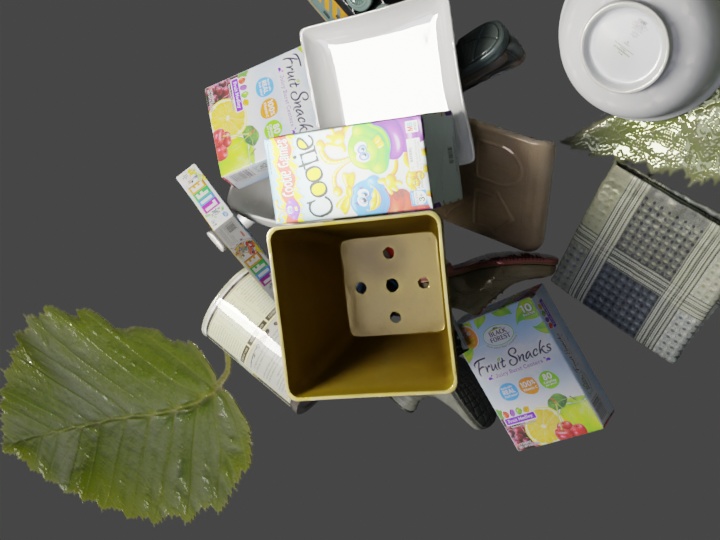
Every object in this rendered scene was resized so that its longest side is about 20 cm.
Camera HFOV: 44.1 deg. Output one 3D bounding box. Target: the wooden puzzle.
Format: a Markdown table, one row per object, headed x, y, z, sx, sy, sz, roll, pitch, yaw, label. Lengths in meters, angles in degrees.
| x | y | z | sx | sy | sz | roll | pitch | yaw | label |
| --- | --- | --- | --- | --- | --- | --- | --- | --- | --- |
| 0.146 | -0.125 | 1.125 | 0.199 | 0.046 | 0.186 | 19 | 144 | 20 | wooden puzzle |

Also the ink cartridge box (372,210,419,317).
| x | y | z | sx | sy | sz | roll | pitch | yaw | label |
| --- | --- | --- | --- | --- | --- | --- | --- | --- | --- |
| 0.000 | 0.000 | 1.266 | 0.199 | 0.084 | 0.176 | 6 | 130 | 33 | ink cartridge box |

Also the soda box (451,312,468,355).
| x | y | z | sx | sy | sz | roll | pitch | yaw | label |
| --- | --- | --- | --- | --- | --- | --- | --- | --- | --- |
| 0.056 | 0.117 | 1.254 | 0.200 | 0.063 | 0.071 | -28 | 86 | 48 | soda box |

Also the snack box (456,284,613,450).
| x | y | z | sx | sy | sz | roll | pitch | yaw | label |
| --- | --- | --- | --- | --- | --- | --- | --- | --- | --- |
| 0.231 | 0.135 | 1.208 | 0.142 | 0.053 | 0.201 | -26 | 96 | 39 | snack box |

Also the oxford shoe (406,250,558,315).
| x | y | z | sx | sy | sz | roll | pitch | yaw | label |
| --- | --- | --- | --- | --- | --- | --- | --- | --- | --- |
| 0.161 | 0.018 | 1.161 | 0.198 | 0.070 | 0.075 | -8 | 95 | 10 | oxford shoe |

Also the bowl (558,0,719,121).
| x | y | z | sx | sy | sz | roll | pitch | yaw | label |
| --- | --- | --- | --- | --- | --- | --- | --- | --- | --- |
| 0.296 | -0.247 | 0.958 | 0.200 | 0.090 | 0.202 | 16 | 121 | 27 | bowl |

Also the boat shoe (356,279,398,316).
| x | y | z | sx | sy | sz | roll | pitch | yaw | label |
| --- | --- | --- | --- | --- | --- | --- | --- | --- | --- |
| -0.012 | 0.076 | 1.226 | 0.084 | 0.069 | 0.200 | 41 | 139 | -5 | boat shoe |

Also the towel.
| x | y | z | sx | sy | sz | roll | pitch | yaw | label |
| --- | --- | --- | --- | --- | --- | --- | --- | --- | --- |
| 0.352 | -0.011 | 1.082 | 0.192 | 0.034 | 0.201 | 36 | 130 | 18 | towel |

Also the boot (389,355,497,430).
| x | y | z | sx | sy | sz | roll | pitch | yaw | label |
| --- | --- | --- | --- | --- | --- | --- | --- | --- | --- |
| 0.105 | 0.175 | 1.324 | 0.200 | 0.068 | 0.131 | 49 | 134 | 15 | boot |

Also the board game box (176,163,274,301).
| x | y | z | sx | sy | sz | roll | pitch | yaw | label |
| --- | --- | --- | --- | --- | --- | --- | --- | --- | --- |
| -0.175 | -0.047 | 1.267 | 0.135 | 0.034 | 0.200 | 49 | 176 | 40 | board game box |

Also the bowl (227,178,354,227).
| x | y | z | sx | sy | sz | roll | pitch | yaw | label |
| --- | --- | --- | --- | --- | --- | --- | --- | --- | --- |
| -0.061 | -0.132 | 1.213 | 0.199 | 0.201 | 0.075 | 14 | 158 | 35 | bowl |

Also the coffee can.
| x | y | z | sx | sy | sz | roll | pitch | yaw | label |
| --- | --- | --- | --- | --- | --- | --- | --- | --- | --- |
| -0.126 | 0.104 | 1.386 | 0.200 | 0.146 | 0.147 | 38 | 128 | 13 | coffee can |

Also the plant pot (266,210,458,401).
| x | y | z | sx | sy | sz | roll | pitch | yaw | label |
| --- | --- | --- | --- | --- | --- | --- | --- | --- | --- |
| 0.020 | 0.030 | 1.063 | 0.198 | 0.176 | 0.202 | -5 | 97 | 14 | plant pot |

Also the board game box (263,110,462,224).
| x | y | z | sx | sy | sz | roll | pitch | yaw | label |
| --- | --- | --- | --- | --- | --- | --- | --- | --- | --- |
| 0.003 | -0.118 | 1.030 | 0.199 | 0.103 | 0.106 | -5 | 99 | 27 | board game box |

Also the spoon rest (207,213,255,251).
| x | y | z | sx | sy | sz | roll | pitch | yaw | label |
| --- | --- | --- | --- | --- | --- | --- | --- | --- | --- |
| -0.155 | -0.111 | 1.367 | 0.200 | 0.061 | 0.099 | -42 | 88 | 27 | spoon rest |

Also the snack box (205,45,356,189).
| x | y | z | sx | sy | sz | roll | pitch | yaw | label |
| --- | --- | --- | --- | --- | --- | --- | --- | --- | --- |
| -0.102 | -0.212 | 1.186 | 0.199 | 0.053 | 0.143 | -19 | 70 | 15 | snack box |

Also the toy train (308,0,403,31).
| x | y | z | sx | sy | sz | roll | pitch | yaw | label |
| --- | --- | --- | --- | --- | --- | --- | --- | --- | --- |
| 0.001 | -0.335 | 1.126 | 0.200 | 0.085 | 0.114 | 49 | 140 | 5 | toy train |

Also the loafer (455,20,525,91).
| x | y | z | sx | sy | sz | roll | pitch | yaw | label |
| --- | --- | --- | --- | --- | --- | --- | --- | --- | --- |
| 0.113 | -0.237 | 1.107 | 0.199 | 0.063 | 0.072 | -21 | 56 | 41 | loafer |

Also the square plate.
| x | y | z | sx | sy | sz | roll | pitch | yaw | label |
| --- | --- | --- | --- | --- | --- | --- | --- | --- | --- |
| 0.033 | -0.213 | 1.070 | 0.199 | 0.028 | 0.200 | -7 | 97 | 27 | square plate |
